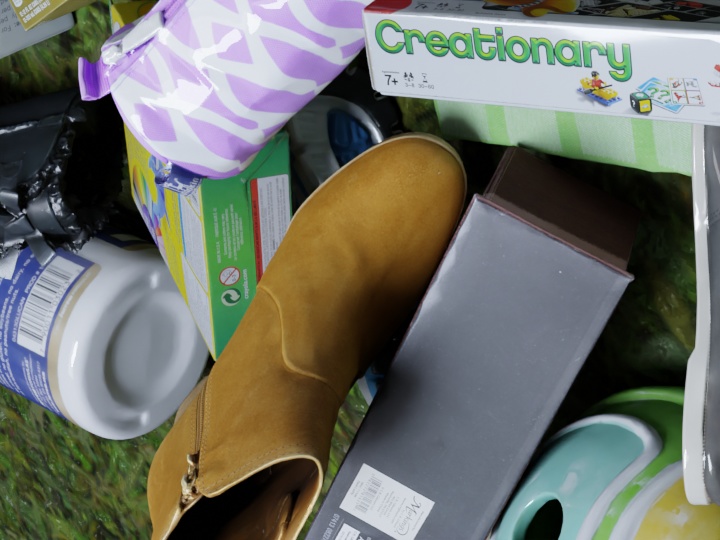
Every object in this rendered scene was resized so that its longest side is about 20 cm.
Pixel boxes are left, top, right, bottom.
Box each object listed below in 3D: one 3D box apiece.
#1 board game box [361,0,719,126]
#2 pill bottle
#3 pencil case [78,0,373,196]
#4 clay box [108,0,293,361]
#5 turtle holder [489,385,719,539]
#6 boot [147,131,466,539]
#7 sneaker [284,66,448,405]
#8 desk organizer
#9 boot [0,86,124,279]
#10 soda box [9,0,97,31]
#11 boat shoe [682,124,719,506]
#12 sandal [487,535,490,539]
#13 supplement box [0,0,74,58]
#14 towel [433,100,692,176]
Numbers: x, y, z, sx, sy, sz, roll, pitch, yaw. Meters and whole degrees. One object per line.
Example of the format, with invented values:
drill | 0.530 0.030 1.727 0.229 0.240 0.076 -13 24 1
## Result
board game box | 0.117 -0.091 0.563 0.199 0.126 0.035 9 123 29
pill bottle | -0.191 0.015 0.991 0.199 0.111 0.112 22 129 36
pencil case | -0.026 -0.123 0.658 0.200 0.085 0.084 -44 38 29
clay box | -0.082 -0.057 0.834 0.200 0.047 0.115 -122 26 -54
turtle holder | 0.138 0.129 0.709 0.185 0.132 0.142 11 121 42
boot | -0.018 0.043 0.702 0.071 0.144 0.201 36 104 -16
sneaker | 0.000 0.000 0.826 0.087 0.075 0.201 -15 95 56
desk organizer | 0.048 0.053 0.739 0.071 0.077 0.201 27 117 3
boot | -0.211 -0.077 0.956 0.162 0.199 0.073 -11 134 20
soda box | -0.110 -0.188 0.812 0.200 0.064 0.068 -21 99 50
boat shoe | 0.153 -0.010 0.628 0.057 0.067 0.201 1 85 17
sandal | 0.070 0.220 0.883 0.080 0.054 0.201 40 141 55
supplement box | -0.243 -0.213 0.906 0.101 0.103 0.201 11 124 41
towel | 0.075 -0.141 0.686 0.149 0.031 0.201 15 127 42
